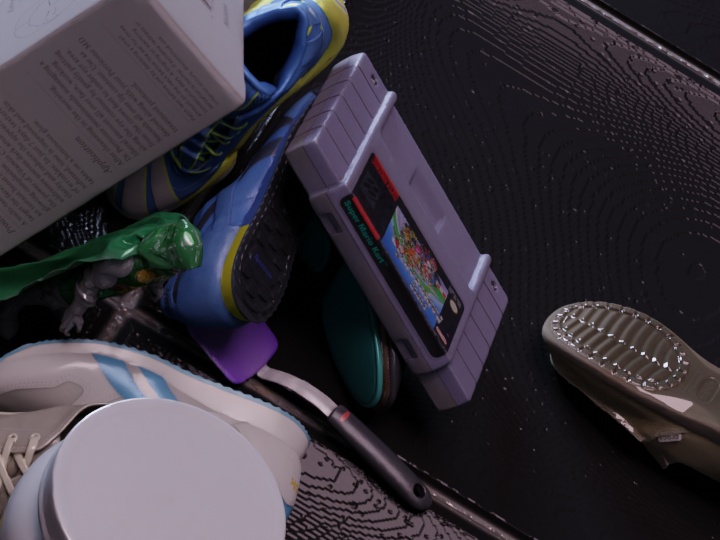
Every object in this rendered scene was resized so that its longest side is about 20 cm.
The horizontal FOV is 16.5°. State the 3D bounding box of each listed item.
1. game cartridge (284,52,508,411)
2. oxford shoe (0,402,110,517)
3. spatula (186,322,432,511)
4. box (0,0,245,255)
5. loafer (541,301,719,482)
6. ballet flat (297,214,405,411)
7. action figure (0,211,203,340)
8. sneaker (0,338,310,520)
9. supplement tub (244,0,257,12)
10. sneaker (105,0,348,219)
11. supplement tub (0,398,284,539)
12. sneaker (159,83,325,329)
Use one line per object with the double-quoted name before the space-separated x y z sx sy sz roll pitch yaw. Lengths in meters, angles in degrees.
"game cartridge" 0.027 -0.024 1.563 0.201 0.038 0.130 59 24 -20
"oxford shoe" -0.198 0.111 1.384 0.198 0.058 0.076 -7 82 -6
"spatula" -0.031 0.082 1.553 0.200 0.021 0.057 41 45 7
"box" -0.177 -0.127 1.487 0.106 0.199 0.153 48 23 -31
"loafer" 0.203 0.091 1.638 0.199 0.069 0.076 31 43 21
"ballet flat" 0.000 0.000 1.604 0.073 0.073 0.201 -7 56 -31
"action figure" -0.148 0.001 1.438 0.118 0.199 0.055 -21 92 -35
"sneaker" -0.129 0.101 1.452 0.198 0.077 0.081 18 56 -8
"supplement tub" -0.113 -0.221 1.658 0.144 0.146 0.201 -4 50 -29
"sneaker" -0.094 -0.108 1.547 0.076 0.200 0.105 45 10 2
"supplement tub" -0.130 0.173 1.295 0.144 0.200 0.146 14 49 -17
"sneaker" -0.066 -0.045 1.561 0.066 0.078 0.201 57 46 -34
